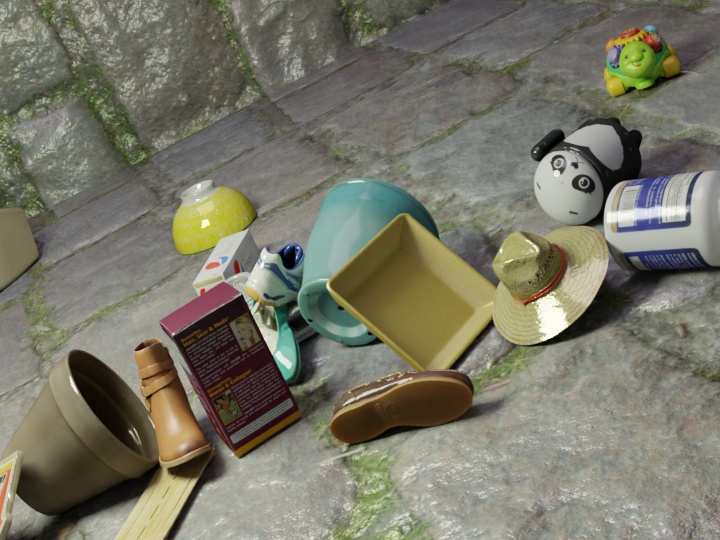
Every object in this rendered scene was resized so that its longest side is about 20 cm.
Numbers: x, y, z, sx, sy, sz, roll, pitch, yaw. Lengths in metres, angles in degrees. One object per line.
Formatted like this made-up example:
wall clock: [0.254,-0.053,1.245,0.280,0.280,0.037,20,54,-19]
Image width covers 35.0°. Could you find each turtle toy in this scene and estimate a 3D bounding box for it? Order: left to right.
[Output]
turtle toy: [0.529,-0.405,2.175,0.143,0.102,0.201,-18,22,17]

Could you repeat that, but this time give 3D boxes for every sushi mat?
sushi mat: [-0.262,0.306,1.505,0.094,0.012,0.201,-17,22,22]

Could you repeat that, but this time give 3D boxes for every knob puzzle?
knob puzzle: [-0.520,0.357,1.516,0.219,0.030,0.223,-35,41,37]

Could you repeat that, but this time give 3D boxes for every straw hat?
straw hat: [0.222,-0.005,1.500,0.200,0.085,0.203,-37,30,25]

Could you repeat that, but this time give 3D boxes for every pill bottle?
pill bottle: [0.424,-0.064,1.458,0.198,0.121,0.120,-3,29,43]

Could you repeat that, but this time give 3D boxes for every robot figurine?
robot figurine: [0.352,-0.156,1.750,0.199,0.126,0.149,-38,21,-32]

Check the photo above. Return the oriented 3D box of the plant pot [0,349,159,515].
plant pot: [-0.403,0.245,1.605,0.173,0.200,0.200,-41,20,5]

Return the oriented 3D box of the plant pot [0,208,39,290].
plant pot: [-0.949,-0.063,2.932,0.198,0.203,0.176,-7,16,39]

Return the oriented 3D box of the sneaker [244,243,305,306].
sneaker: [-0.095,0.003,1.779,0.075,0.089,0.199,29,17,26]

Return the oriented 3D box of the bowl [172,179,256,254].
bowl: [-0.337,-0.132,2.500,0.197,0.109,0.201,-22,21,9]

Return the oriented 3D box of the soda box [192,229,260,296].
soda box: [-0.250,-0.002,2.154,0.067,0.064,0.201,-18,23,18]

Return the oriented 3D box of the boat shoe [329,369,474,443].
boat shoe: [0.052,0.156,1.423,0.197,0.071,0.071,-15,26,25]

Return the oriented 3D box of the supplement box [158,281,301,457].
supplement box: [-0.177,0.133,1.552,0.109,0.202,0.085,-31,21,-16]

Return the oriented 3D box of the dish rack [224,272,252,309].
dish rack: [-0.221,0.070,1.920,0.171,0.044,0.199,-35,22,-22]

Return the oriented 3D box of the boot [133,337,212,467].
boot: [-0.270,0.180,1.576,0.073,0.157,0.200,-19,11,-17]

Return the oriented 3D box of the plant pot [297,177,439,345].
plant pot: [0.000,0.000,1.709,0.197,0.201,0.189,-10,38,34]

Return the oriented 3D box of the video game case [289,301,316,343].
video game case: [-0.120,0.078,1.877,0.180,0.024,0.200,-31,21,-12]

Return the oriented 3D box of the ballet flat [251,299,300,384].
ballet flat: [-0.138,0.100,1.728,0.068,0.069,0.201,-58,24,23]

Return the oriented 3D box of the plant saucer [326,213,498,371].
plant saucer: [0.074,0.043,1.574,0.200,0.199,0.049,-42,-13,-39]
